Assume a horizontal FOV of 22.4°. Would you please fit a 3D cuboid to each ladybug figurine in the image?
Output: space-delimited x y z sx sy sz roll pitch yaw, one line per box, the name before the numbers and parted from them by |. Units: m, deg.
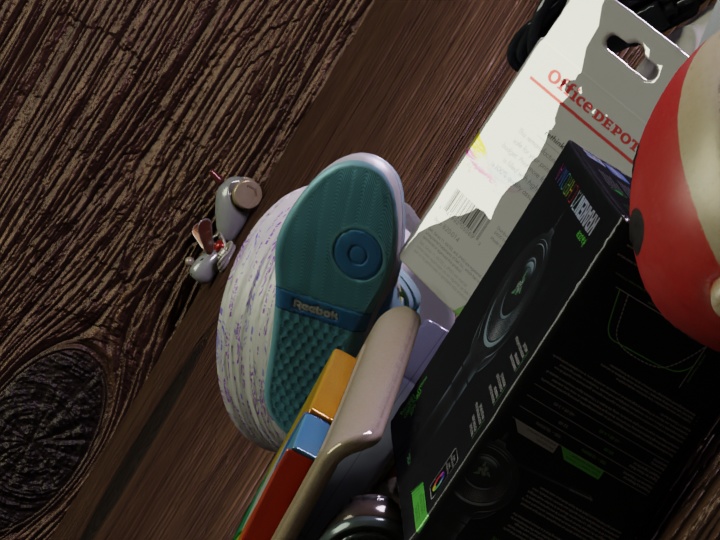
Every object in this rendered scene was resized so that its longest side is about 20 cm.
ladybug figurine | 0.160 -0.030 0.752 0.072 0.137 0.200 -19 15 28

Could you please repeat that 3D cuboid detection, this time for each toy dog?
toy dog | -0.242 -0.087 3.028 0.201 0.096 0.132 -64 11 -23

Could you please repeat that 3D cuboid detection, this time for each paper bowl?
paper bowl | -0.005 0.044 1.316 0.104 0.201 0.202 12 64 32

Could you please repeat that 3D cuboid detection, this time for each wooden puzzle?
wooden puzzle | -0.041 0.123 1.021 0.201 0.037 0.185 -57 3 22

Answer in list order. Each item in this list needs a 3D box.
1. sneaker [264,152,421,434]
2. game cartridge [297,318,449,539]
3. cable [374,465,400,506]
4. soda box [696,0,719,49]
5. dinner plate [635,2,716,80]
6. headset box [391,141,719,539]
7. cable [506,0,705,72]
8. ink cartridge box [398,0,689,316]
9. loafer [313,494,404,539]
sneaker | 0.000 0.000 1.161 0.131 0.079 0.201 -43 -26 -57
game cartridge | 0.002 0.127 1.185 0.201 0.041 0.133 -56 -11 -5
cable | -0.004 0.195 1.191 0.200 0.050 0.097 -52 10 29
soda box | 0.222 -0.125 0.950 0.201 0.063 0.068 -64 11 -22
dinner plate | 0.185 -0.095 1.165 0.201 0.024 0.200 -58 11 18
headset box | 0.100 0.058 0.909 0.201 0.092 0.174 -58 10 13
cable | 0.181 -0.180 1.108 0.199 0.051 0.163 -24 -5 30
ink cartridge box | 0.125 -0.051 1.048 0.067 0.117 0.201 8 -59 -54
loafer | -0.005 0.187 0.991 0.063 0.071 0.201 -86 2 -50
